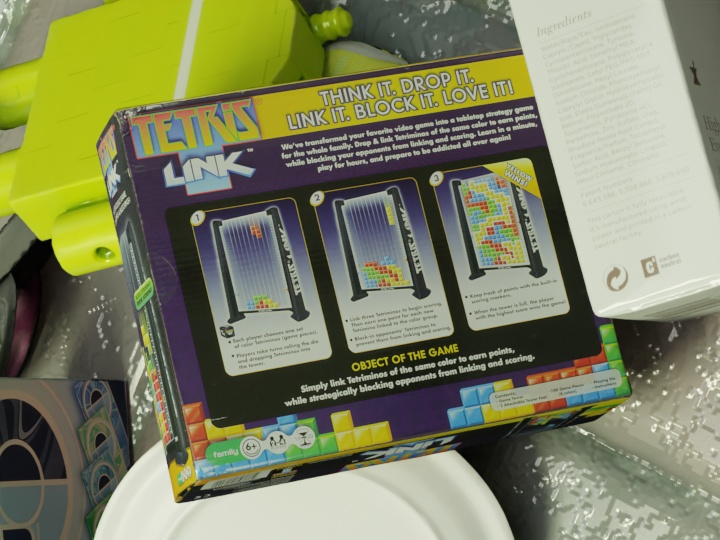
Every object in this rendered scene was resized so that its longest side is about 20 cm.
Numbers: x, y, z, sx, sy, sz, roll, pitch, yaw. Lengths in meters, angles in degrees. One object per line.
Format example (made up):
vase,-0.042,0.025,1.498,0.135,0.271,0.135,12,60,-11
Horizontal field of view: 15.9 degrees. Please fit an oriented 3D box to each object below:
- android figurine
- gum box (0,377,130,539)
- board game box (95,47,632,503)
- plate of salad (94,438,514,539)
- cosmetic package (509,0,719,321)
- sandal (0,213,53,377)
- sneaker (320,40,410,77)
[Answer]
android figurine,-0.097,-0.081,1.232,0.200,0.041,0.182,-14,46,22
gum box,-0.176,0.136,1.217,0.044,0.200,0.170,-7,84,27
board game box,0.000,0.000,1.124,0.200,0.057,0.166,-9,76,-17
plate of salad,-0.025,0.144,1.197,0.200,0.048,0.200,1,111,2
cosmetic package,0.125,-0.081,1.136,0.074,0.102,0.200,-17,81,24
sandal,-0.183,0.027,1.303,0.048,0.075,0.201,38,105,2
sneaker,0.020,-0.019,1.198,0.075,0.076,0.200,-29,74,24
